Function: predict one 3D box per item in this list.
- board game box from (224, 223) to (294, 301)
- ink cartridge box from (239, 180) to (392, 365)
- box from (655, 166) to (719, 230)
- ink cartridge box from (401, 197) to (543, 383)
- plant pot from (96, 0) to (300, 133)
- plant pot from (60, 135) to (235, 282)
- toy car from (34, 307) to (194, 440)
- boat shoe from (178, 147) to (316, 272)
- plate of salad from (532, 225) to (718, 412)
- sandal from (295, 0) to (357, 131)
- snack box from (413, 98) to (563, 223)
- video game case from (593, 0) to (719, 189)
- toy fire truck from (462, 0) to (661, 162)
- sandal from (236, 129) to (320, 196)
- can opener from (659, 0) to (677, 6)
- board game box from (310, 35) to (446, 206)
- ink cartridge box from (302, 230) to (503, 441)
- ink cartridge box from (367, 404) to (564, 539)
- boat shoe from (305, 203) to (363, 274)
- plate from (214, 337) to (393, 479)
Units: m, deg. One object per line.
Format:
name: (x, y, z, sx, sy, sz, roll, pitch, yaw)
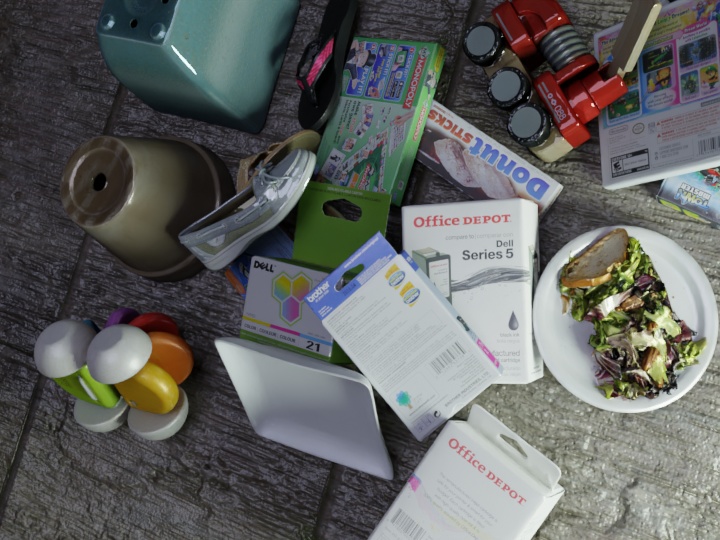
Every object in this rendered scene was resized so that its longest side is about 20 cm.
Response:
board game box: (-0.083, 0.040, 1.155, 0.103, 0.019, 0.200, -45, 68, 9)
ink cartridge box: (-0.055, -0.003, 1.068, 0.147, 0.075, 0.202, 13, 96, 37)
box: (0.430, -0.082, 0.953, 0.199, 0.035, 0.111, 29, 93, 24)
ink cartridge box: (0.126, 0.023, 1.022, 0.144, 0.084, 0.202, -3, 88, 23)
plant pot: (-0.230, -0.317, 1.181, 0.195, 0.200, 0.198, 16, 88, 24)
plant pot: (-0.290, -0.096, 1.183, 0.198, 0.173, 0.202, -4, 79, 21)
toy car: (-0.308, 0.117, 1.177, 0.198, 0.176, 0.151, 3, 47, 23)
boat shoe: (-0.136, -0.081, 1.104, 0.202, 0.065, 0.075, -39, 27, 21)
plate of salad: (0.284, 0.049, 0.960, 0.198, 0.048, 0.202, 0, 81, 1)
sandal: (-0.054, -0.278, 1.173, 0.075, 0.045, 0.202, 3, 77, 48)
snack box: (0.143, -0.126, 1.086, 0.200, 0.024, 0.072, 38, 99, 24)
video game case: (0.338, -0.194, 0.961, 0.199, 0.024, 0.184, -11, 78, 53)
toy fire truck: (0.232, -0.246, 1.004, 0.199, 0.128, 0.177, -32, 70, 20)
sandal: (-0.143, -0.115, 1.179, 0.070, 0.077, 0.212, 45, 105, 30)
can opener: (0.338, -0.338, 1.024, 0.053, 0.066, 0.200, -46, 63, 10)
board game box: (0.020, -0.190, 1.132, 0.134, 0.029, 0.202, 16, 87, 36)
ink cartridge box: (0.045, 0.068, 0.967, 0.119, 0.042, 0.200, -41, 91, 17)
ink cartridge box: (0.120, 0.260, 0.973, 0.128, 0.125, 0.201, 37, 96, 23)
boat shoe: (0.002, -0.001, 1.113, 0.201, 0.063, 0.073, 49, 115, 29)
plate: (-0.057, 0.155, 1.050, 0.198, 0.201, 0.032, 14, 51, 24)
